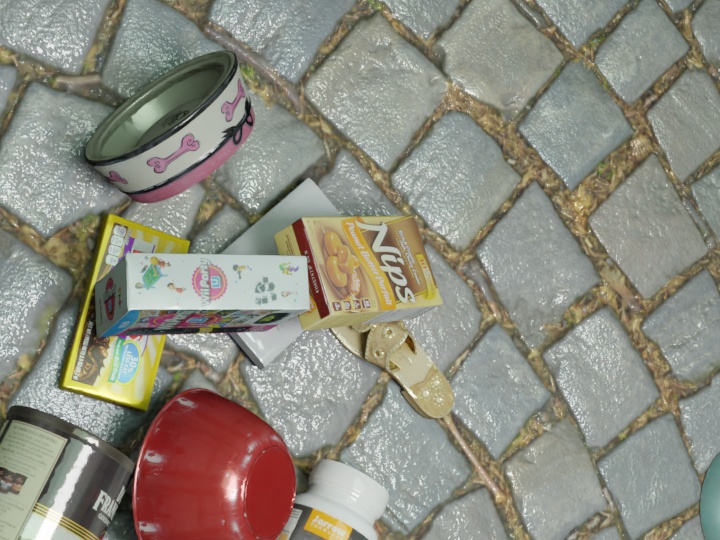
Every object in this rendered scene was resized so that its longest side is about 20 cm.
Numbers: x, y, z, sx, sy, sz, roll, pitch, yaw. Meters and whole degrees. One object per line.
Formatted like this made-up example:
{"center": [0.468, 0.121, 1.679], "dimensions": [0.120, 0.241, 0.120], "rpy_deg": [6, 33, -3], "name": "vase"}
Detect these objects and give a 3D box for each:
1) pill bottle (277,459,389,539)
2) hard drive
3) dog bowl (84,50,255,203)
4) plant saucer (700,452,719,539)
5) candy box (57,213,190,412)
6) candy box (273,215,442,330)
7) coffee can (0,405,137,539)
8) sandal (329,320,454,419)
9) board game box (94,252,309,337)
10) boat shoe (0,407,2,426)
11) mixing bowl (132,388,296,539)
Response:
{"center": [-0.050, 0.321, 1.513], "dimensions": [0.116, 0.116, 0.202], "rpy_deg": [33, 67, -16], "name": "pill bottle"}
{"center": [-0.089, 0.002, 1.602], "dimensions": [0.200, 0.025, 0.132], "rpy_deg": [-42, 93, -26], "name": "hard drive"}
{"center": [-0.202, -0.153, 1.497], "dimensions": [0.200, 0.199, 0.074], "rpy_deg": [-47, 118, -26], "name": "dog bowl"}
{"center": [0.551, 0.329, 1.854], "dimensions": [0.198, 0.036, 0.203], "rpy_deg": [6, 77, -25], "name": "plant saucer"}
{"center": [-0.261, 0.047, 1.514], "dimensions": [0.101, 0.026, 0.203], "rpy_deg": [19, 72, -24], "name": "candy box"}
{"center": [0.000, 0.000, 1.564], "dimensions": [0.199, 0.055, 0.117], "rpy_deg": [-4, 72, -48], "name": "candy box"}
{"center": [-0.332, 0.259, 1.368], "dimensions": [0.145, 0.146, 0.202], "rpy_deg": [31, 68, -17], "name": "coffee can"}
{"center": [0.047, 0.091, 1.632], "dimensions": [0.212, 0.069, 0.078], "rpy_deg": [47, 64, -11], "name": "sandal"}
{"center": [-0.172, 0.027, 1.461], "dimensions": [0.197, 0.147, 0.065], "rpy_deg": [1, 77, -24], "name": "board game box"}
{"center": [-0.416, 0.083, 1.411], "dimensions": [0.068, 0.074, 0.203], "rpy_deg": [12, 65, -52], "name": "boat shoe"}
{"center": [-0.138, 0.229, 1.439], "dimensions": [0.199, 0.107, 0.203], "rpy_deg": [-4, 95, -59], "name": "mixing bowl"}
